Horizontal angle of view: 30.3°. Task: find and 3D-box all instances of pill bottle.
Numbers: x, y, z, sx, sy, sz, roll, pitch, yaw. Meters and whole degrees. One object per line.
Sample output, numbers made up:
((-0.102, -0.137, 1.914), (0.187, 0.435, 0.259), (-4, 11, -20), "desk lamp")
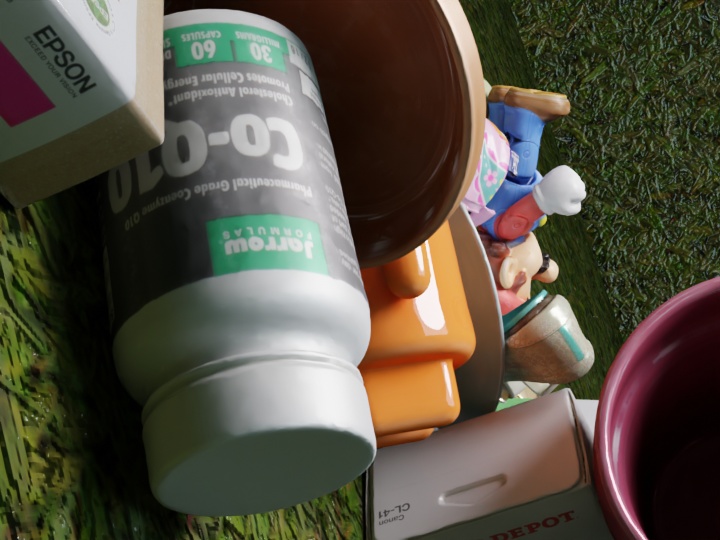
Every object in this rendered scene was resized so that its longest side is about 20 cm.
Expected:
((-0.057, -0.004, 0.586), (0.113, 0.112, 0.202), (44, 28, -58), "pill bottle")

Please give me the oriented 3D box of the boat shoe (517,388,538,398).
((0.135, 0.127, 1.212), (0.066, 0.074, 0.201), (39, 30, -39), "boat shoe")

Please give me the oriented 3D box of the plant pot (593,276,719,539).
((0.236, 0.127, 0.790), (0.179, 0.198, 0.202), (73, 4, -62), "plant pot")

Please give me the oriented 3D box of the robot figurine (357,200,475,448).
((-0.001, 0.001, 0.777), (0.144, 0.115, 0.202), (30, 46, -69), "robot figurine")

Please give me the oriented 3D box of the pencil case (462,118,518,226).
((0.026, -0.101, 0.960), (0.199, 0.087, 0.088), (28, 41, -43), "pencil case")

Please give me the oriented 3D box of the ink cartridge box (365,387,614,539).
((0.108, 0.188, 0.866), (0.086, 0.146, 0.201), (-91, 157, -52), "ink cartridge box")

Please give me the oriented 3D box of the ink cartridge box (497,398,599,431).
((0.196, 0.181, 1.019), (0.084, 0.197, 0.148), (-69, 157, -68), "ink cartridge box")

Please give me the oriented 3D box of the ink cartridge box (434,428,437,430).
((0.039, 0.014, 1.051), (0.201, 0.057, 0.163), (56, 19, -24), "ink cartridge box")

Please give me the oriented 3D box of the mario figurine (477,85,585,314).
((0.136, -0.044, 1.077), (0.123, 0.105, 0.202), (-16, 116, -68), "mario figurine")

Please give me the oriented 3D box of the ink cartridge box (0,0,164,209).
((-0.153, -0.152, 0.511), (0.200, 0.074, 0.166), (56, 19, -46), "ink cartridge box")

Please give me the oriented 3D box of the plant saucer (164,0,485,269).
((-0.025, -0.097, 0.667), (0.032, 0.199, 0.202), (-39, 110, -47), "plant saucer")

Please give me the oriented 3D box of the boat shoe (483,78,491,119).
((0.048, -0.135, 1.043), (0.200, 0.072, 0.064), (24, 64, -61), "boat shoe")

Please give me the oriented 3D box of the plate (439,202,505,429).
((0.031, 0.016, 0.881), (0.200, 0.025, 0.202), (44, -38, 48), "plate")

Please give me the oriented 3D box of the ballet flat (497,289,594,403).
((0.095, 0.062, 0.888), (0.062, 0.067, 0.200), (49, -16, -3), "ballet flat")
